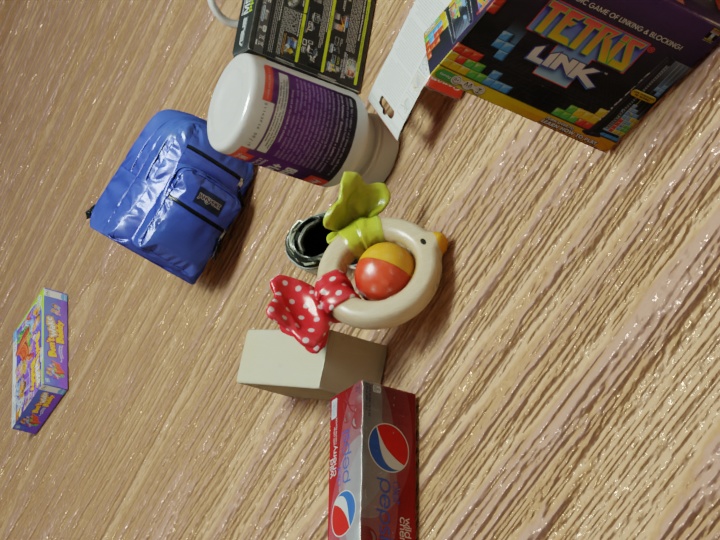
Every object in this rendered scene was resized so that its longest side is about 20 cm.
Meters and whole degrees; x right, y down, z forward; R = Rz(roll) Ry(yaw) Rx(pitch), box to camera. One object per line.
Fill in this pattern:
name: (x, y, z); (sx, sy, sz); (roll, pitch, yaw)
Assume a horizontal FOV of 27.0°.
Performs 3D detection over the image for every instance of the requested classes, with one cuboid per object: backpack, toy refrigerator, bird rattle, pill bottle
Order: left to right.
backpack: (-0.231, -0.100, 1.989); (0.167, 0.162, 0.201); (25, 84, 52)
pill bottle: (-0.060, -0.157, 1.664); (0.111, 0.198, 0.113); (-37, 45, 48)
toy refrigerator: (-0.056, 0.101, 1.648); (0.199, 0.075, 0.071); (-5, 71, 60)
bird rattle: (0.000, 0.000, 1.525); (0.161, 0.113, 0.201); (11, 49, 26)

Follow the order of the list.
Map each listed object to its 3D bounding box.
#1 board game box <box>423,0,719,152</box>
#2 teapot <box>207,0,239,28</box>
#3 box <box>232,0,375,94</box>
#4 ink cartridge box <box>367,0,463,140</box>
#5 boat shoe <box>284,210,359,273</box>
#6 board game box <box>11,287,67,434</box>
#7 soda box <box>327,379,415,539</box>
board game box: (0.180, -0.199, 1.260); (0.165, 0.198, 0.057); (-46, 36, 40)
teapot: (-0.109, -0.440, 1.959); (0.197, 0.145, 0.202); (-32, 49, 51)
box: (-0.060, -0.326, 1.796); (0.044, 0.159, 0.203); (-11, 67, 56)
ink cartridge box: (0.085, -0.241, 1.609); (0.201, 0.050, 0.109); (-62, 31, 21)
boat shoe: (-0.046, -0.038, 1.715); (0.199, 0.063, 0.072); (0, 75, 61)
board game box: (-0.535, 0.150, 2.503); (0.135, 0.044, 0.202); (-49, 36, 37)
soda box: (0.011, 0.216, 1.472); (0.063, 0.069, 0.202); (-33, 47, 49)
